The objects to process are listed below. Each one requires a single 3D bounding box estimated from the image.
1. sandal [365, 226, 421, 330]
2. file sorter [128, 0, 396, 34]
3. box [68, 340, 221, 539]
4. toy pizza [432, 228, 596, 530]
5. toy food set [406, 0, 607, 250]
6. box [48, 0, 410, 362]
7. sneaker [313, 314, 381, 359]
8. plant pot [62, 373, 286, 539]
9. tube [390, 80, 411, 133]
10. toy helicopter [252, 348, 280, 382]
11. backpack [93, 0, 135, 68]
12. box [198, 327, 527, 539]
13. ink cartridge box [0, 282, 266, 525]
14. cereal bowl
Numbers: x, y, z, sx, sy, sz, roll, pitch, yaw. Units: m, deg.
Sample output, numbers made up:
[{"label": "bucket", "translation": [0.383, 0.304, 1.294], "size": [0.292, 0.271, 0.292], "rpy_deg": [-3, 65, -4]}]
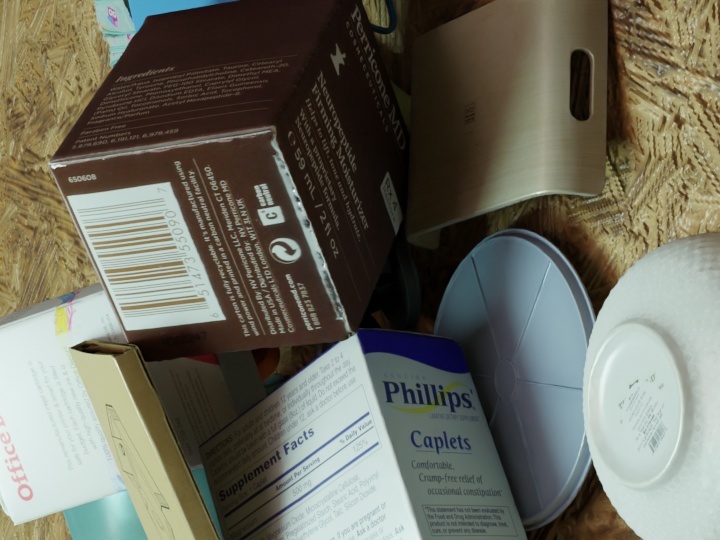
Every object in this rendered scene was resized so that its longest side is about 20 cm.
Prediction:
[{"label": "sandal", "translation": [0.000, 0.001, 1.592], "size": [0.200, 0.048, 0.075], "rpy_deg": [-149, 48, -71]}, {"label": "file sorter", "translation": [-0.057, -0.211, 1.600], "size": [0.200, 0.123, 0.139], "rpy_deg": [-34, 57, 34]}, {"label": "box", "translation": [-0.139, 0.143, 1.501], "size": [0.200, 0.021, 0.163], "rpy_deg": [67, 162, -7]}, {"label": "toy pizza", "translation": [0.109, 0.072, 1.460], "size": [0.200, 0.032, 0.200], "rpy_deg": [-1, 89, 60]}, {"label": "toy food set", "translation": [0.097, -0.100, 1.463], "size": [0.200, 0.060, 0.144], "rpy_deg": [-18, 66, 57]}, {"label": "box", "translation": [-0.077, -0.067, 1.468], "size": [0.200, 0.164, 0.166], "rpy_deg": [-67, -37, -51]}, {"label": "sneaker", "translation": [0.030, 0.109, 1.575], "size": [0.082, 0.073, 0.200], "rpy_deg": [-37, 66, 43]}, {"label": "plant pot", "translation": [-0.150, 0.177, 1.766], "size": [0.201, 0.201, 0.161], "rpy_deg": [-2, 95, 61]}, {"label": "tube", "translation": [-0.005, -0.131, 1.644], "size": [0.200, 0.052, 0.058], "rpy_deg": [49, 170, 44]}, {"label": "toy helicopter", "translation": [-0.162, 0.045, 1.741], "size": [0.200, 0.079, 0.132], "rpy_deg": [-23, 44, 16]}, {"label": "backpack", "translation": [-0.152, -0.229, 1.801], "size": [0.200, 0.167, 0.127], "rpy_deg": [-177, 82, -67]}, {"label": "box", "translation": [0.005, 0.168, 1.467], "size": [0.184, 0.105, 0.200], "rpy_deg": [-37, 60, 38]}, {"label": "ink cartridge box", "translation": [-0.183, 0.084, 1.616], "size": [0.200, 0.086, 0.148], "rpy_deg": [-17, 98, 17]}, {"label": "cereal bowl", "translation": [0.190, 0.075, 1.264], "size": [0.200, 0.083, 0.200], "rpy_deg": [-2, 88, 61]}]
